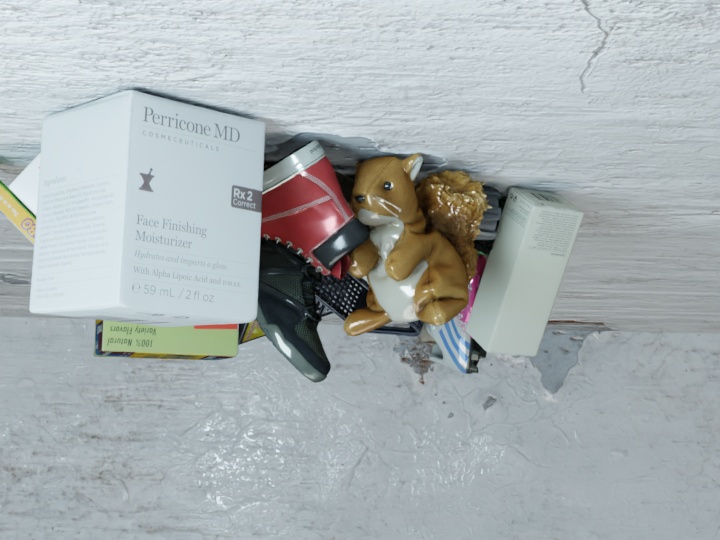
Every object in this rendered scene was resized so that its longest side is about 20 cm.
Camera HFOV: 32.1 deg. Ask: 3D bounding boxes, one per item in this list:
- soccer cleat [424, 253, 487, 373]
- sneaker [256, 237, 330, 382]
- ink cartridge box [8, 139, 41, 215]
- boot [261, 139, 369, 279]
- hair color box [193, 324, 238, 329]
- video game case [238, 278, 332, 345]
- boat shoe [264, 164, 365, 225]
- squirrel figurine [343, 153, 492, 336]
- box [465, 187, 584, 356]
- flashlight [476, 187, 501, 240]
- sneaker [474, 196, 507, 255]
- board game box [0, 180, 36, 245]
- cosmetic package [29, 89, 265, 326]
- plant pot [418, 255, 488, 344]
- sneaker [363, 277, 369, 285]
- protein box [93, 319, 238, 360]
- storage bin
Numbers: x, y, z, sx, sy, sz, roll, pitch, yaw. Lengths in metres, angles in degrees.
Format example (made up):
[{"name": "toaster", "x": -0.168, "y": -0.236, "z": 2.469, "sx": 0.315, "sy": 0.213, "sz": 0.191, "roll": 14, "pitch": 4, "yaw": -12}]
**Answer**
[{"name": "soccer cleat", "x": 0.127, "y": 0.059, "z": 1.687, "sx": 0.086, "sy": 0.201, "sz": 0.070, "roll": 14, "pitch": -140, "yaw": 17}, {"name": "sneaker", "x": -0.068, "y": 0.023, "z": 1.408, "sx": 0.114, "sy": 0.200, "sz": 0.076, "roll": -34, "pitch": 155, "yaw": 8}, {"name": "ink cartridge box", "x": -0.326, "y": -0.069, "z": 1.421, "sx": 0.117, "sy": 0.067, "sz": 0.200, "roll": 43, "pitch": 172, "yaw": 3}, {"name": "boot", "x": -0.088, "y": -0.037, "z": 1.362, "sx": 0.199, "sy": 0.145, "sz": 0.072, "roll": -24, "pitch": -169, "yaw": 36}, {"name": "hair color box", "x": -0.189, "y": -0.006, "z": 1.657, "sx": 0.061, "sy": 0.102, "sz": 0.200, "roll": 1, "pitch": -158, "yaw": -6}, {"name": "video game case", "x": -0.088, "y": 0.019, "z": 1.829, "sx": 0.180, "sy": 0.026, "sz": 0.201, "roll": -18, "pitch": 150, "yaw": -32}, {"name": "boat shoe", "x": -0.086, "y": -0.088, "z": 1.466, "sx": 0.199, "sy": 0.072, "sz": 0.066, "roll": 8, "pitch": 177, "yaw": -11}, {"name": "squirrel figurine", "x": 0.057, "y": -0.048, "z": 1.428, "sx": 0.141, "sy": 0.188, "sz": 0.200, "roll": -7, "pitch": -163, "yaw": 44}, {"name": "box", "x": 0.204, "y": 0.003, "z": 1.568, "sx": 0.082, "sy": 0.201, "sz": 0.068, "roll": 7, "pitch": -159, "yaw": -27}, {"name": "flashlight", "x": 0.071, "y": -0.078, "z": 1.539, "sx": 0.198, "sy": 0.068, "sz": 0.068, "roll": 6, "pitch": 153, "yaw": -6}, {"name": "sneaker", "x": 0.140, "y": -0.063, "z": 1.636, "sx": 0.198, "sy": 0.079, "sz": 0.085, "roll": 9, "pitch": -179, "yaw": 10}, {"name": "board game box", "x": -0.379, "y": -0.055, "z": 1.430, "sx": 0.200, "sy": 0.030, "sz": 0.096, "roll": 42, "pitch": 173, "yaw": 4}, {"name": "cosmetic package", "x": -0.207, "y": -0.052, "z": 1.225, "sx": 0.164, "sy": 0.202, "sz": 0.164, "roll": 8, "pitch": 171, "yaw": -43}, {"name": "plant pot", "x": 0.146, "y": 0.019, "z": 1.825, "sx": 0.198, "sy": 0.175, "sz": 0.200, "roll": 1, "pitch": 174, "yaw": 0}, {"name": "sneaker", "x": 0.051, "y": 0.007, "z": 1.572, "sx": 0.088, "sy": 0.076, "sz": 0.200, "roll": 31, "pitch": -174, "yaw": 34}, {"name": "protein box", "x": -0.284, "y": 0.026, "z": 1.837, "sx": 0.197, "sy": 0.202, "sz": 0.135, "roll": 3, "pitch": 172, "yaw": -17}, {"name": "storage bin", "x": 0.000, "y": 0.000, "z": 1.702, "sx": 0.135, "sy": 0.094, "sz": 0.200, "roll": 1, "pitch": 151, "yaw": 46}]
